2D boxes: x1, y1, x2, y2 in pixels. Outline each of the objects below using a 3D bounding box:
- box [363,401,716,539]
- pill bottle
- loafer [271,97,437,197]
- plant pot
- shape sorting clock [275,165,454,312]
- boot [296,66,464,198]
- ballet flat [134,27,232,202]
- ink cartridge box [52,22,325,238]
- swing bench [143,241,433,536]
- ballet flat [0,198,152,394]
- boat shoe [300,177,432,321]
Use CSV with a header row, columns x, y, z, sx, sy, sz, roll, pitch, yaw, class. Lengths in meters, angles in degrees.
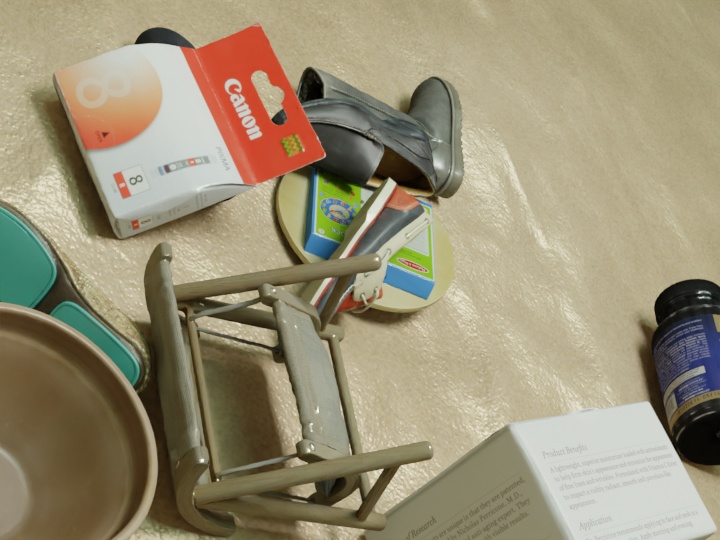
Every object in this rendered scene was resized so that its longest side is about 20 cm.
x,y,z,sx,sy,sz,roll,pitch,yaw,class
0.149,0.218,1.197,0.198,0.200,0.131,-2,59,-46,box
0.393,0.111,1.630,0.111,0.112,0.201,25,41,-27,pill bottle
-0.001,-0.120,1.429,0.199,0.073,0.073,6,44,-35,loafer
-0.245,0.128,0.968,0.200,0.093,0.202,28,38,-25,plant pot
0.006,-0.038,1.435,0.199,0.039,0.201,22,37,-18,shape sorting clock
0.018,-0.174,1.569,0.199,0.073,0.183,17,42,-25,boot
-0.165,-0.157,1.341,0.073,0.073,0.201,-5,62,-48,ballet flat
-0.151,-0.135,1.265,0.199,0.050,0.163,-23,67,-8,ink cartridge box
-0.072,0.096,1.143,0.199,0.130,0.200,2,53,-21,swing bench
-0.238,0.021,1.120,0.200,0.070,0.065,50,8,0,ballet flat
0.000,0.000,1.330,0.063,0.071,0.200,41,56,-10,boat shoe
